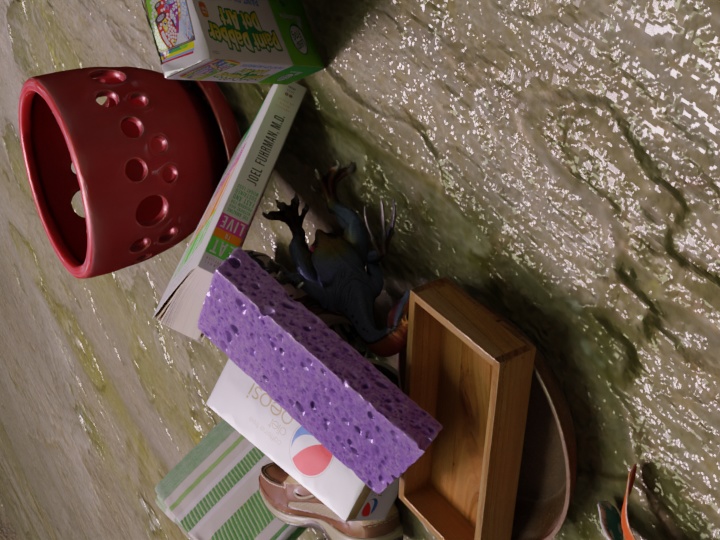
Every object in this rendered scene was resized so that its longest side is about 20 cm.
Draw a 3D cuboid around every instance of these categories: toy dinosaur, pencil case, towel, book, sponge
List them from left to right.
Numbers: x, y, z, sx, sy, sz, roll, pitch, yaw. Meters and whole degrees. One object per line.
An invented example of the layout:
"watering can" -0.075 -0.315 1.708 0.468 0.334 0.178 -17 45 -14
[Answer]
"book" -0.108 -0.054 0.945 0.048 0.201 0.134 26 149 -11
"towel" -0.134 0.249 1.206 0.200 0.153 0.023 34 165 47
"pencil case" -0.074 0.047 1.034 0.200 0.078 0.090 34 146 48
"sponge" -0.037 0.079 0.821 0.200 0.030 0.112 41 149 7
"toy dinosaur" 0.000 0.000 0.878 0.182 0.105 0.200 62 -176 25

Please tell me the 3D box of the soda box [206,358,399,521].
"soda box" -0.049 0.147 1.004 0.200 0.064 0.068 33 99 34

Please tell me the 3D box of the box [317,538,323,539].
"box" -0.095 0.391 1.153 0.101 0.199 0.113 35 136 46

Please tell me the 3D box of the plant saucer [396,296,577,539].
"plant saucer" 0.098 0.107 0.815 0.200 0.036 0.202 37 136 46

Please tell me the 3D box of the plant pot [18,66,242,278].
"plant pot" -0.225 -0.112 1.093 0.200 0.182 0.201 38 139 44

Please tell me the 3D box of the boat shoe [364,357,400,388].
"boat shoe" -0.026 0.097 0.906 0.199 0.066 0.075 39 114 -1

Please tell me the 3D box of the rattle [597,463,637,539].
"rattle" 0.171 0.243 0.673 0.201 0.142 0.130 60 170 6

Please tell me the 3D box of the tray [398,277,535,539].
"tray" 0.074 0.115 0.790 0.099 0.037 0.201 40 138 44

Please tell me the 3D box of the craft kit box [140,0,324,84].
"craft kit box" -0.113 -0.241 0.823 0.048 0.200 0.199 -16 93 23

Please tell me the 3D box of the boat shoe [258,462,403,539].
"boat shoe" -0.030 0.215 1.077 0.199 0.075 0.074 11 111 49
